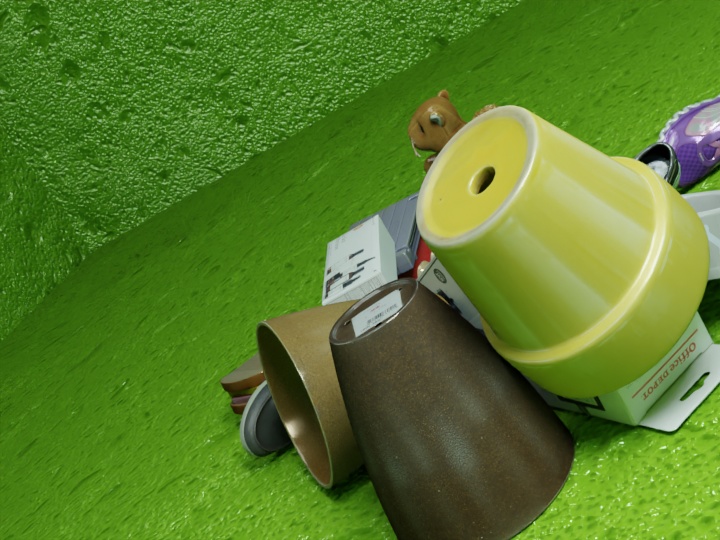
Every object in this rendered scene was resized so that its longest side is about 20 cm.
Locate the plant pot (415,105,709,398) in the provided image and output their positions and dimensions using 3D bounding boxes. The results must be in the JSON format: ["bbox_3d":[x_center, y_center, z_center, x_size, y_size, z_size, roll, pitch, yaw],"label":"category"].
[{"bbox_3d":[0.152,-0.027,0.841,0.200,0.188,0.203,-34,37,31],"label":"plant pot"}]

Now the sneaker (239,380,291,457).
[{"bbox_3d":[-0.060,0.149,1.255,0.105,0.075,0.200,-16,23,52],"label":"sneaker"}]

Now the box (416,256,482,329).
[{"bbox_3d":[0.135,0.006,1.090,0.060,0.117,0.200,-39,-7,-23],"label":"box"}]

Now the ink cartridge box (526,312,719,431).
[{"bbox_3d":[0.233,0.071,0.931,0.116,0.068,0.199,-40,18,-20],"label":"ink cartridge box"}]

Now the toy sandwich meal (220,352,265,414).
[{"bbox_3d":[-0.107,0.125,1.421,0.203,0.071,0.206,-31,17,10],"label":"toy sandwich meal"}]

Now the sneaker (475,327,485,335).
[{"bbox_3d":[0.083,0.096,1.036,0.196,0.073,0.083,1,24,-17],"label":"sneaker"}]

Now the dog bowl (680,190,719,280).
[{"bbox_3d":[0.301,-0.033,0.981,0.196,0.060,0.200,-11,7,1],"label":"dog bowl"}]

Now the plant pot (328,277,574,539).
[{"bbox_3d":[0.062,0.115,0.904,0.185,0.202,0.187,-30,17,10],"label":"plant pot"}]

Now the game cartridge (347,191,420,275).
[{"bbox_3d":[0.026,-0.032,1.416,0.128,0.039,0.201,-30,20,23],"label":"game cartridge"}]

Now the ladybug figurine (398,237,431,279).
[{"bbox_3d":[0.052,0.008,1.442,0.134,0.073,0.201,-19,23,40],"label":"ladybug figurine"}]

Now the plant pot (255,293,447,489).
[{"bbox_3d":[0.012,0.104,1.110,0.197,0.190,0.186,-24,13,-18],"label":"plant pot"}]

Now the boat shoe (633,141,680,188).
[{"bbox_3d":[0.277,-0.055,1.110,0.068,0.057,0.201,32,82,25],"label":"boat shoe"}]

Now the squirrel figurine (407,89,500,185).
[{"bbox_3d":[0.172,-0.190,1.560,0.198,0.188,0.142,-23,19,32],"label":"squirrel figurine"}]

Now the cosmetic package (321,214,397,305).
[{"bbox_3d":[0.000,0.000,1.255,0.081,0.051,0.201,-27,19,10],"label":"cosmetic package"}]

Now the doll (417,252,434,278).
[{"bbox_3d":[0.168,0.001,1.243,0.197,0.049,0.136,-3,27,34],"label":"doll"}]

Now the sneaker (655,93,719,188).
[{"bbox_3d":[0.434,-0.166,1.200,0.199,0.081,0.088,-36,24,-10],"label":"sneaker"}]
